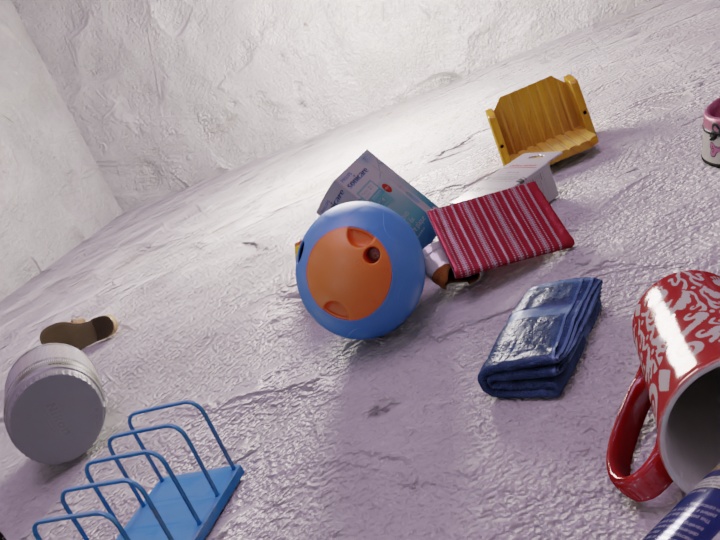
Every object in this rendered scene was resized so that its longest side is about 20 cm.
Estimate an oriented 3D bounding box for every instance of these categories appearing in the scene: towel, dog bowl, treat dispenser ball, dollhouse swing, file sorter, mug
[{"bbox_3d":[0.214,-0.063,1.135,0.194,0.023,0.147,-15,49,-7],"label":"towel"},{"bbox_3d":[0.622,-0.235,1.132,0.196,0.075,0.201,-22,20,8],"label":"dog bowl"},{"bbox_3d":[0.000,0.000,1.101,0.196,0.205,0.202,-22,19,8],"label":"treat dispenser ball"},{"bbox_3d":[0.371,-0.304,1.506,0.195,0.186,0.176,-20,-1,11],"label":"dollhouse swing"},{"bbox_3d":[0.217,0.073,0.877,0.110,0.049,0.200,-11,24,37],"label":"towel"},{"bbox_3d":[-0.254,0.264,0.856,0.136,0.125,0.201,-15,21,25],"label":"file sorter"},{"bbox_3d":[0.282,0.091,0.629,0.173,0.136,0.201,-17,17,17],"label":"mug"}]

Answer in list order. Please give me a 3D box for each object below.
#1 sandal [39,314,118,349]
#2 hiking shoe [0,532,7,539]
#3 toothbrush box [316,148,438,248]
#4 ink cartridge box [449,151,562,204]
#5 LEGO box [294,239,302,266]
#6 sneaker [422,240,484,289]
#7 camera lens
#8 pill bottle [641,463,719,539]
[{"bbox_3d":[-0.670,0.151,1.789,0.206,0.080,0.070,-14,1,14],"label":"sandal"},{"bbox_3d":[-0.496,0.393,0.925,0.100,0.077,0.199,-40,13,-17],"label":"hiking shoe"},{"bbox_3d":[0.041,-0.100,1.301,0.086,0.198,0.147,-54,-4,39],"label":"toothbrush box"},{"bbox_3d":[0.273,-0.138,1.328,0.198,0.068,0.115,-33,20,-21],"label":"ink cartridge box"},{"bbox_3d":[-0.046,-0.021,1.409,0.146,0.079,0.201,-25,19,1],"label":"LEGO box"},{"bbox_3d":[0.190,-0.021,1.163,0.196,0.074,0.085,-24,51,-20],"label":"sneaker"},{"bbox_3d":[-0.517,0.220,1.242,0.158,0.163,0.199,-31,20,-18],"label":"camera lens"},{"bbox_3d":[0.201,0.212,0.434,0.197,0.113,0.110,-32,20,-21],"label":"pill bottle"}]
